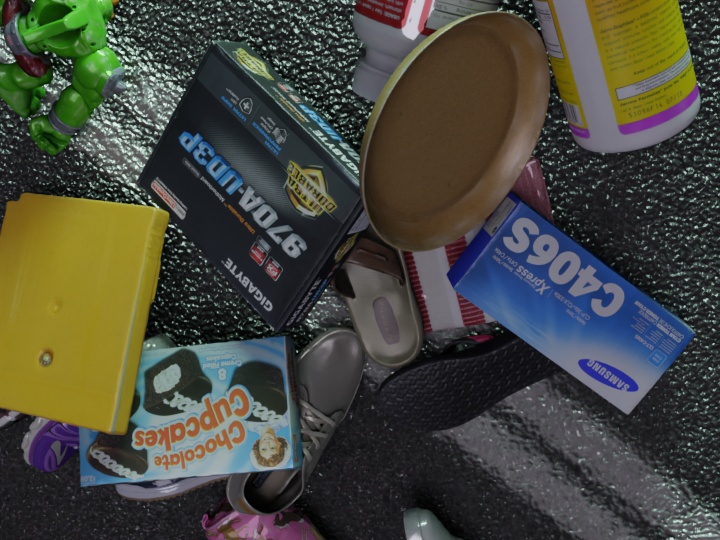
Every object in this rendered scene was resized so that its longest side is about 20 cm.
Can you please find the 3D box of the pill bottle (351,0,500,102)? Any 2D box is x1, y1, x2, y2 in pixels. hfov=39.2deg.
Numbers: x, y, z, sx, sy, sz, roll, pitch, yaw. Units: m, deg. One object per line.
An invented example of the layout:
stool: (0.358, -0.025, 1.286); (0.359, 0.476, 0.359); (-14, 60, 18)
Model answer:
pill bottle: (0.058, -0.230, 0.800); (0.112, 0.112, 0.201); (17, 110, 4)

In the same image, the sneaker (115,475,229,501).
sneaker: (-0.158, 0.152, 0.985); (0.199, 0.070, 0.109); (-15, 110, 7)

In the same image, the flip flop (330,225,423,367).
flip flop: (0.000, 0.000, 0.893); (0.081, 0.058, 0.201); (-16, 104, 17)

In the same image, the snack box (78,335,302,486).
snack box: (-0.154, 0.127, 0.906); (0.199, 0.037, 0.117); (-7, 79, 10)

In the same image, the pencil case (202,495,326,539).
pencil case: (-0.070, 0.298, 1.014); (0.200, 0.087, 0.083); (52, 140, -8)

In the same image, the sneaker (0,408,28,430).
sneaker: (-0.314, 0.064, 0.994); (0.200, 0.076, 0.116); (-36, 91, 11)

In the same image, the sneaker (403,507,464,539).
sneaker: (0.125, 0.298, 0.987); (0.115, 0.074, 0.200); (-22, 112, 14)

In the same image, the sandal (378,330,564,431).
sandal: (0.112, 0.090, 0.936); (0.199, 0.045, 0.075); (-22, 116, 2)

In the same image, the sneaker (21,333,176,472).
sneaker: (-0.248, 0.145, 0.986); (0.200, 0.081, 0.084); (-37, 81, 19)

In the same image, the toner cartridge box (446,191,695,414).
toner cartridge box: (0.182, 0.029, 0.875); (0.200, 0.043, 0.095); (35, 102, -12)

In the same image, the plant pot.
plant pot: (0.071, -0.109, 0.791); (0.027, 0.200, 0.201); (36, 116, 38)

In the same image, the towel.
towel: (0.078, -0.015, 0.916); (0.199, 0.023, 0.145); (-11, 108, 15)

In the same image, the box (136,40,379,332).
box: (-0.087, -0.074, 0.867); (0.200, 0.046, 0.159); (46, 119, 18)

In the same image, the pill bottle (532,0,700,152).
pill bottle: (0.189, -0.199, 0.772); (0.104, 0.104, 0.201); (-15, 117, 15)

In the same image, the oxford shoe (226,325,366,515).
oxford shoe: (-0.053, 0.144, 0.932); (0.075, 0.058, 0.200); (34, 86, -21)

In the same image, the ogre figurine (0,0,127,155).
ogre figurine: (-0.275, -0.206, 0.878); (0.119, 0.098, 0.201); (-10, 95, 25)

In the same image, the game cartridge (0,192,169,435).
game cartridge: (-0.266, 0.034, 0.916); (0.176, 0.032, 0.201); (8, 83, 25)
